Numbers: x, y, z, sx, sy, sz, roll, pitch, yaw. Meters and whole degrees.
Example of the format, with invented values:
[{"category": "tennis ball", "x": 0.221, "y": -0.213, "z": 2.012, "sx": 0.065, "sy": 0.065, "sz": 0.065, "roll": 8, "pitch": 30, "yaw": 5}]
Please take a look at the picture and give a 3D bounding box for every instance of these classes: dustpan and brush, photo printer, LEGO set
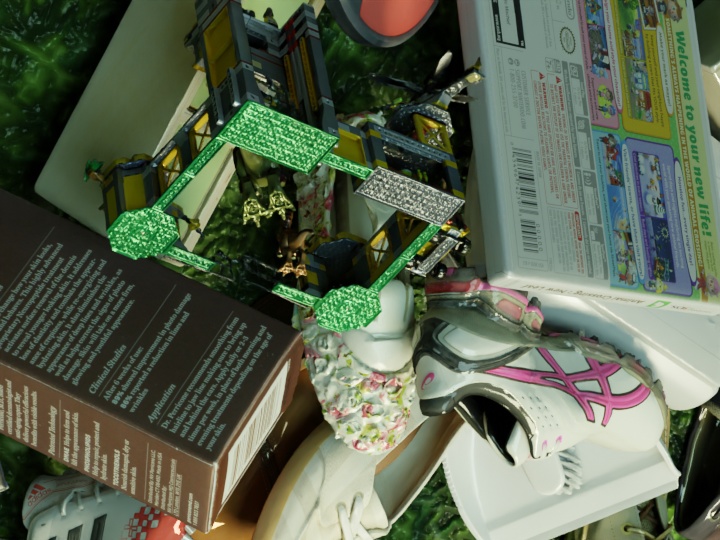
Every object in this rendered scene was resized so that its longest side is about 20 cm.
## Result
[{"category": "dustpan and brush", "x": 0.090, "y": 0.068, "z": 1.607, "sx": 0.139, "sy": 0.057, "sz": 0.201, "roll": -25, "pitch": 90, "yaw": 24}, {"category": "photo printer", "x": 0.144, "y": -0.032, "z": 1.569, "sx": 0.199, "sy": 0.069, "sz": 0.167, "roll": 31, "pitch": 59, "yaw": -33}, {"category": "LEGO set", "x": -0.041, "y": -0.068, "z": 1.389, "sx": 0.199, "sy": 0.116, "sz": 0.154, "roll": 14, "pitch": 133, "yaw": -26}]

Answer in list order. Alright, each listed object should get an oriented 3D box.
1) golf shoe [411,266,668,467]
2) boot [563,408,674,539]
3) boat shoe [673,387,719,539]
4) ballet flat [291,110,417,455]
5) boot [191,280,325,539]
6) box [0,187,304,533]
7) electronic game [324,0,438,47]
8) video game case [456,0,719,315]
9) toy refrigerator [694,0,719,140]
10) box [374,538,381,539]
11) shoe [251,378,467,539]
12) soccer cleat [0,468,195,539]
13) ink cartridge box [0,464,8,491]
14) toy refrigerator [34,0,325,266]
[{"category": "golf shoe", "x": 0.098, "y": 0.073, "z": 1.504, "sx": 0.199, "sy": 0.072, "sz": 0.093, "roll": 28, "pitch": 67, "yaw": -39}, {"category": "boot", "x": 0.186, "y": 0.174, "z": 1.652, "sx": 0.072, "sy": 0.155, "sz": 0.201, "roll": 1, "pitch": 107, "yaw": -28}, {"category": "boat shoe", "x": 0.249, "y": 0.087, "z": 1.707, "sx": 0.064, "sy": 0.072, "sz": 0.201, "roll": 0, "pitch": 114, "yaw": -33}, {"category": "ballet flat", "x": 0.000, "y": 0.000, "z": 1.483, "sx": 0.075, "sy": 0.064, "sz": 0.201, "roll": 3, "pitch": 67, "yaw": -29}, {"category": "boot", "x": -0.032, "y": 0.104, "z": 1.561, "sx": 0.200, "sy": 0.076, "sz": 0.156, "roll": -42, "pitch": 130, "yaw": -21}, {"category": "box", "x": -0.141, "y": 0.044, "z": 1.390, "sx": 0.100, "sy": 0.199, "sz": 0.075, "roll": -56, "pitch": 167, "yaw": -35}, {"category": "electronic game", "x": 0.017, "y": -0.221, "z": 1.429, "sx": 0.200, "sy": 0.041, "sz": 0.202, "roll": 6, "pitch": 90, "yaw": -67}, {"category": "video game case", "x": 0.132, "y": -0.080, "z": 1.507, "sx": 0.181, "sy": 0.022, "sz": 0.202, "roll": 8, "pitch": 69, "yaw": -39}, {"category": "toy refrigerator", "x": 0.287, "y": -0.164, "z": 1.625, "sx": 0.200, "sy": 0.070, "sz": 0.076, "roll": -39, "pitch": 122, "yaw": -10}, {"category": "box", "x": -0.012, "y": 0.267, "z": 1.612, "sx": 0.201, "sy": 0.078, "sz": 0.095, "roll": -57, "pitch": 144, "yaw": 1}, {"category": "shoe", "x": 0.009, "y": 0.109, "z": 1.518, "sx": 0.200, "sy": 0.053, "sz": 0.070, "roll": -49, "pitch": 148, "yaw": -24}, {"category": "soccer cleat", "x": -0.139, "y": 0.134, "z": 1.469, "sx": 0.085, "sy": 0.069, "sz": 0.200, "roll": 42, "pitch": 125, "yaw": -3}, {"category": "ink cartridge box", "x": -0.298, "y": 0.108, "z": 1.433, "sx": 0.199, "sy": 0.044, "sz": 0.095, "roll": -22, "pitch": 116, "yaw": -20}, {"category": "toy refrigerator", "x": -0.088, "y": -0.108, "z": 1.437, "sx": 0.201, "sy": 0.070, "sz": 0.076, "roll": -61, "pitch": 148, "yaw": 4}]
